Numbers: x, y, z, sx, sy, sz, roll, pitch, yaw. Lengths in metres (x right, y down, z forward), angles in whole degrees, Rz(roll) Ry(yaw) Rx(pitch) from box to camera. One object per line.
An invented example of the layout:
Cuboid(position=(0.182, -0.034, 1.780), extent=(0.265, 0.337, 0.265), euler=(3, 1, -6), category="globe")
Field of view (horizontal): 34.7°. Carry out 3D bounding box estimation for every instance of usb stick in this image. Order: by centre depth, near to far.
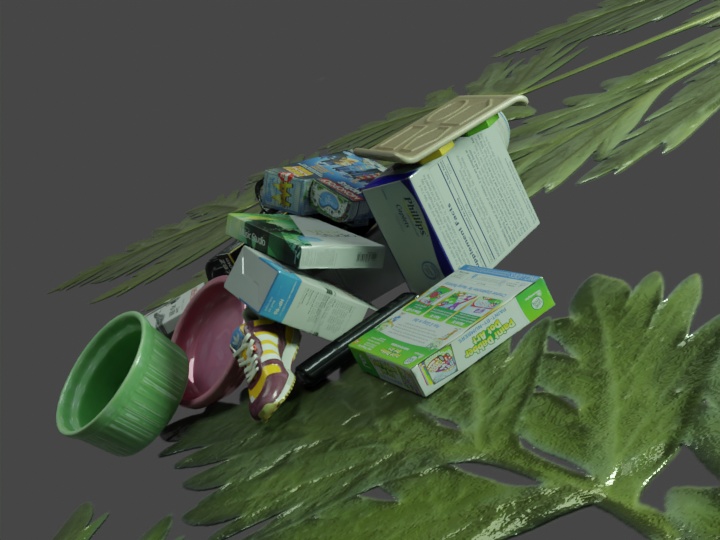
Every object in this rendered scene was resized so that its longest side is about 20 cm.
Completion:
Cuboid(position=(-0.003, 0.092, 1.544), extent=(0.200, 0.033, 0.055), euler=(-34, 9, -19), category="usb stick")

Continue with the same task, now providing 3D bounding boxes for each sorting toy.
Cuboid(position=(0.107, -0.186, 1.555), extent=(0.200, 0.037, 0.185), euler=(-27, 16, -14), category="sorting toy")

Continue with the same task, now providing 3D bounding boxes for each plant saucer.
Cuboid(position=(-0.208, 0.108, 1.675), extent=(0.200, 0.051, 0.201), euler=(-31, 46, 40), category="plant saucer")

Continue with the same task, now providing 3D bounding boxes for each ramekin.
Cuboid(position=(-0.336, 0.168, 1.651), extent=(0.200, 0.098, 0.200), euler=(-35, 34, 29), category="ramekin")

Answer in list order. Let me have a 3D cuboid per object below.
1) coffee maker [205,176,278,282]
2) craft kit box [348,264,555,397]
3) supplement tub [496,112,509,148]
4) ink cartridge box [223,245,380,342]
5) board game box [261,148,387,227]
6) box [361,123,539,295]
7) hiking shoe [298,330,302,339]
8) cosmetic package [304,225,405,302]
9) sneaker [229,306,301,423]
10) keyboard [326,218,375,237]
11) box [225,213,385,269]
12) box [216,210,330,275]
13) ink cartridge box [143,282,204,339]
Cuboid(position=(-0.168, -0.028, 1.925), extent=(0.135, 0.192, 0.200), euler=(-35, 7, 34), category="coffee maker")
Cuboid(position=(0.106, 0.067, 1.406), extent=(0.197, 0.049, 0.200), euler=(-31, 15, -16), category="craft kit box")
Cuboid(position=(0.189, -0.213, 2.004), extent=(0.132, 0.132, 0.200), euler=(-24, 15, 19), category="supplement tub")
Cuboid(position=(-0.073, 0.043, 1.589), extent=(0.116, 0.200, 0.068), euler=(33, 98, 54), category="ink cartridge box")
Cuboid(position=(-0.037, -0.117, 1.747), extent=(0.199, 0.062, 0.200), euler=(-11, 30, -35), category="board game box")
Cuboid(position=(0.127, -0.089, 1.602), extent=(0.105, 0.184, 0.200), euler=(-8, 25, 48), category="box")
Cuboid(position=(-0.155, 0.110, 1.714), extent=(0.087, 0.074, 0.200), euler=(-50, 15, -25), category="hiking shoe")
Cuboid(position=(0.000, 0.000, 1.738), extent=(0.200, 0.090, 0.107), euler=(-33, 12, -4), category="cosmetic package")
Cuboid(position=(-0.137, 0.121, 1.517), extent=(0.075, 0.090, 0.200), euler=(-49, 16, 21), category="sneaker")
Cuboid(position=(-0.038, -0.045, 1.769), extent=(0.104, 0.040, 0.200), euler=(2, 23, 23), category="keyboard")
Cuboid(position=(-0.080, -0.043, 1.627), extent=(0.144, 0.036, 0.200), euler=(0, 14, -37), category="box")
Cuboid(position=(-0.108, -0.009, 1.818), extent=(0.200, 0.160, 0.049), euler=(-38, 18, -32), category="box")
Cuboid(position=(-0.333, 0.115, 1.972), extent=(0.200, 0.083, 0.147), euler=(-29, 14, 0), category="ink cartridge box")
